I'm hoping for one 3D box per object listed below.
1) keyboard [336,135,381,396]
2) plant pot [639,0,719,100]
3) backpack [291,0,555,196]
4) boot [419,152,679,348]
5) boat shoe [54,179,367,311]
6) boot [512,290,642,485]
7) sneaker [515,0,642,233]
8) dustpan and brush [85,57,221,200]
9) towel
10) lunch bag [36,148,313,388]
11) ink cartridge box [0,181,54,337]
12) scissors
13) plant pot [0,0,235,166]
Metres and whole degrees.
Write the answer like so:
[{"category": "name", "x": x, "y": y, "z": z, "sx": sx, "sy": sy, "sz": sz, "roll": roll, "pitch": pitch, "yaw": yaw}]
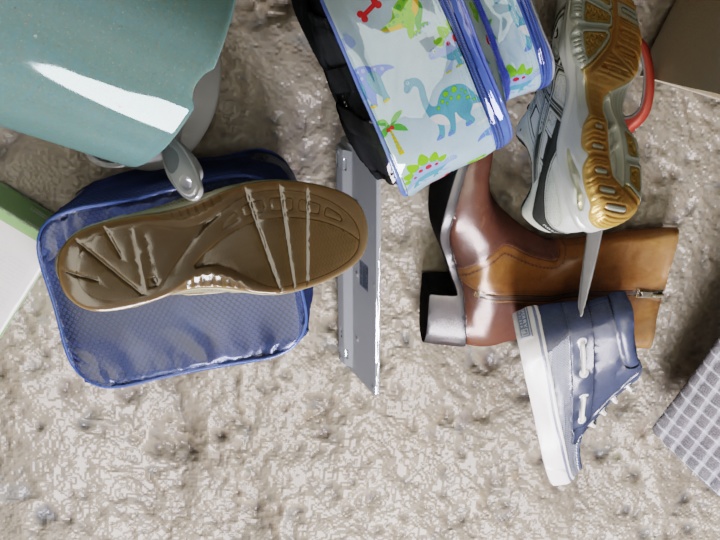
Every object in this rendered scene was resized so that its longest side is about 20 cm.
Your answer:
[{"category": "keyboard", "x": 0.000, "y": 0.000, "z": 0.901, "sx": 0.011, "sy": 0.056, "sz": 0.202, "roll": -20, "pitch": 126, "yaw": -29}, {"category": "plant pot", "x": 0.335, "y": -0.184, "z": 0.800, "sx": 0.197, "sy": 0.200, "sz": 0.179, "roll": 13, "pitch": 101, "yaw": -10}, {"category": "backpack", "x": 0.038, "y": -0.157, "z": 0.771, "sx": 0.146, "sy": 0.200, "sz": 0.184, "roll": -24, "pitch": 113, "yaw": 6}, {"category": "boot", "x": 0.151, "y": -0.020, "z": 0.912, "sx": 0.197, "sy": 0.069, "sz": 0.191, "roll": 0, "pitch": 113, "yaw": -6}, {"category": "boat shoe", "x": -0.094, "y": -0.018, "z": 0.756, "sx": 0.198, "sy": 0.065, "sz": 0.073, "roll": -11, "pitch": 101, "yaw": -18}, {"category": "boot", "x": 0.178, "y": 0.098, "z": 0.935, "sx": 0.089, "sy": 0.073, "sz": 0.201, "roll": -12, "pitch": 138, "yaw": 7}, {"category": "sneaker", "x": 0.145, "y": -0.123, "z": 0.840, "sx": 0.075, "sy": 0.087, "sz": 0.203, "roll": 17, "pitch": 70, "yaw": -35}, {"category": "dustpan and brush", "x": -0.129, "y": -0.102, "z": 0.779, "sx": 0.057, "sy": 0.200, "sz": 0.140, "roll": 20, "pitch": 115, "yaw": -48}, {"category": "towel", "x": 0.338, "y": 0.113, "z": 0.923, "sx": 0.165, "sy": 0.085, "sz": 0.201, "roll": 43, "pitch": 124, "yaw": 23}, {"category": "lunch bag", "x": -0.118, "y": -0.011, "z": 0.857, "sx": 0.197, "sy": 0.132, "sz": 0.138, "roll": -10, "pitch": 106, "yaw": 1}, {"category": "ink cartridge box", "x": -0.333, "y": 0.012, "z": 0.892, "sx": 0.145, "sy": 0.048, "sz": 0.201, "roll": 32, "pitch": 107, "yaw": -17}, {"category": "scissors", "x": 0.181, "y": -0.071, "z": 0.859, "sx": 0.072, "sy": 0.014, "sz": 0.203, "roll": -7, "pitch": 79, "yaw": 31}, {"category": "plant pot", "x": -0.187, "y": -0.163, "z": 0.671, "sx": 0.195, "sy": 0.201, "sz": 0.201, "roll": 22, "pitch": 110, "yaw": -30}]
